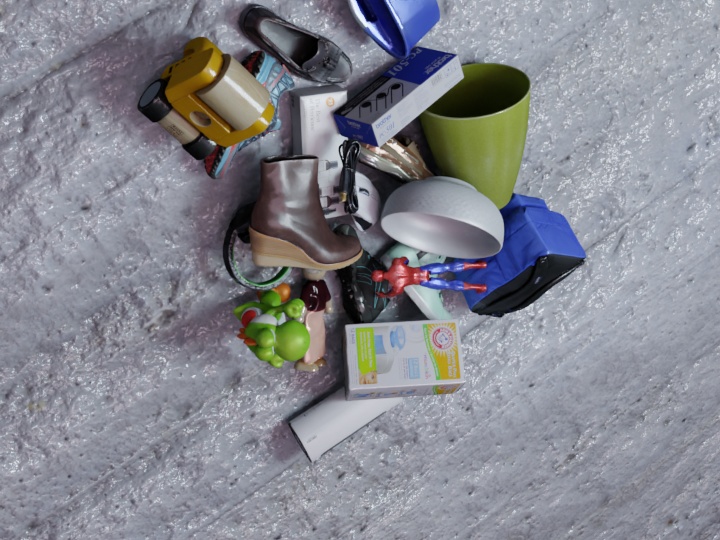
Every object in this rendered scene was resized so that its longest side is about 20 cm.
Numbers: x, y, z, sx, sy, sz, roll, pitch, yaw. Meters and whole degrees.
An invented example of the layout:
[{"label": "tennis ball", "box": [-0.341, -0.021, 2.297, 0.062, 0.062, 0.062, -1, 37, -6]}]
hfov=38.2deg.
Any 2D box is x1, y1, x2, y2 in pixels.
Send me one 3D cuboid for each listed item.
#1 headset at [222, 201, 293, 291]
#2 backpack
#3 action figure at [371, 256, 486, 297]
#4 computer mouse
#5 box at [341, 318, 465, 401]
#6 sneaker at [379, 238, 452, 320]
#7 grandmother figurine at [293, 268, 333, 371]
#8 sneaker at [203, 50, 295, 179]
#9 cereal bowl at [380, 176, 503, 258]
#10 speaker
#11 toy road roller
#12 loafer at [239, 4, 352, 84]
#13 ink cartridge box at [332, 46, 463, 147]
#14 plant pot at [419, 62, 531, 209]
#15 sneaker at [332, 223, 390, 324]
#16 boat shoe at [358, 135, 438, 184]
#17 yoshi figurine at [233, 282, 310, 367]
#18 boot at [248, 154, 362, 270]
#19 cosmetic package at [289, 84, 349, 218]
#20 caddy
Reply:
[{"label": "headset", "box": [-0.138, -0.067, 1.623, 0.122, 0.093, 0.204, 19, 86, -31]}, {"label": "backpack", "box": [0.260, -0.022, 1.797, 0.161, 0.170, 0.200, 9, 138, -46]}, {"label": "action figure", "box": [0.100, 0.011, 1.717, 0.196, 0.099, 0.067, 1, 87, -23]}, {"label": "computer mouse", "box": [0.003, -0.120, 1.637, 0.043, 0.200, 0.112, -4, 75, 10]}, {"label": "box", "box": [0.070, 0.151, 1.757, 0.195, 0.102, 0.115, -2, 73, -6]}, {"label": "sneaker", "box": [0.133, 0.013, 1.802, 0.118, 0.074, 0.201, -41, 121, -1]}, {"label": "grandmother figurine", "box": [-0.080, 0.061, 1.718, 0.059, 0.121, 0.204, 6, 101, 12]}, {"label": "sneaker", "box": [-0.161, -0.219, 1.559, 0.095, 0.079, 0.202, 24, 99, -34]}, {"label": "cereal bowl", "box": [0.134, -0.091, 1.650, 0.198, 0.199, 0.085, 24, 71, -32]}, {"label": "speaker", "box": [-0.024, 0.246, 1.820, 0.198, 0.081, 0.082, -32, 122, -12]}, {"label": "toy road roller", "box": [-0.207, -0.262, 1.460, 0.123, 0.198, 0.148, 39, 55, -34]}, {"label": "loafer", "box": [-0.089, -0.329, 1.557, 0.198, 0.063, 0.073, 24, 100, -32]}, {"label": "ink cartridge box", "box": [0.060, -0.271, 1.607, 0.199, 0.093, 0.045, -42, 130, -25]}, {"label": "plant pot", "box": [0.190, -0.202, 1.691, 0.184, 0.187, 0.203, -22, 127, -16]}, {"label": "sneaker", "box": [0.000, 0.000, 1.744, 0.079, 0.075, 0.203, -31, 130, -23]}, {"label": "boat shoe", "box": [0.071, -0.182, 1.694, 0.198, 0.075, 0.073, 22, 91, -39]}, {"label": "yoshi figurine", "box": [-0.126, 0.092, 1.625, 0.111, 0.200, 0.114, -29, 109, 4]}, {"label": "boot", "box": [-0.072, -0.089, 1.579, 0.197, 0.072, 0.170, -3, 114, -30]}, {"label": "cosmetic package", "box": [-0.062, -0.184, 1.639, 0.081, 0.051, 0.204, -12, 115, -23]}, {"label": "caddy", "box": [0.027, -0.408, 1.537, 0.105, 0.141, 0.201, -39, 122, -9]}]
